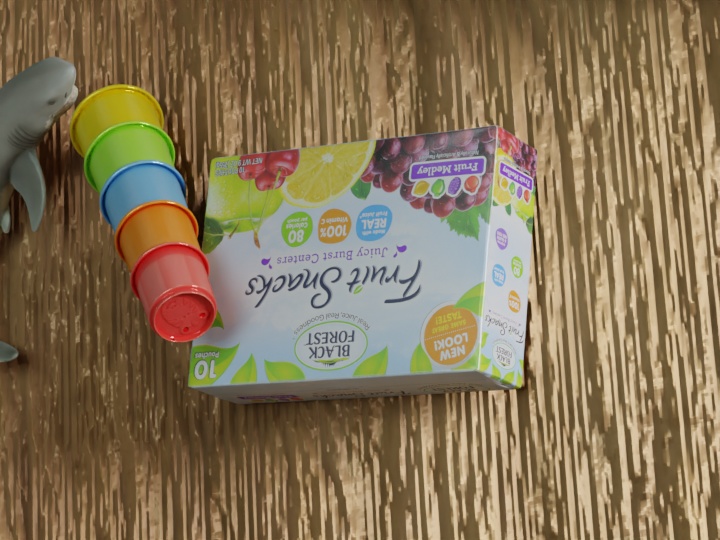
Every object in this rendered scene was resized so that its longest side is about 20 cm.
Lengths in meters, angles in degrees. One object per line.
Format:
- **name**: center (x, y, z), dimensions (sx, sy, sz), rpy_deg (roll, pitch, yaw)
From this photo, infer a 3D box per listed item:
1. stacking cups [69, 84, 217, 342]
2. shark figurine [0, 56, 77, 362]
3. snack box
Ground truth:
- **stacking cups**: center (-0.129, -0.034, 1.550), dimensions (0.060, 0.060, 0.200), rpy_deg (-43, 35, 15)
- **shark figurine**: center (-0.253, -0.045, 1.656), dimensions (0.128, 0.089, 0.215), rpy_deg (31, 104, 59)
- **snack box**: center (0.000, 0.000, 1.499), dimensions (0.199, 0.053, 0.143), rpy_deg (-6, 73, 34)
